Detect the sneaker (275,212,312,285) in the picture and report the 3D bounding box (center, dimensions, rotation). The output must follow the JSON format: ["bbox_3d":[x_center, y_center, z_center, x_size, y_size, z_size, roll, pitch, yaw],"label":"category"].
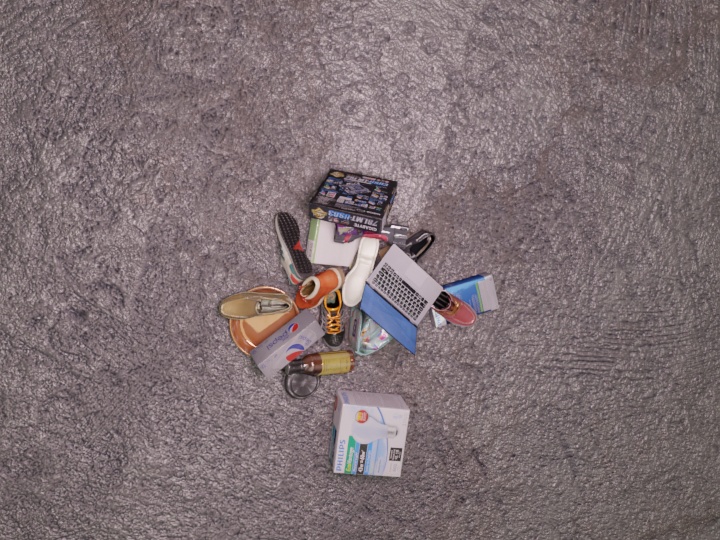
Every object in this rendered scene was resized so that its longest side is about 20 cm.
[{"bbox_3d":[-0.200,-0.055,1.672,0.069,0.093,0.204,-11,74,-43],"label":"sneaker"}]

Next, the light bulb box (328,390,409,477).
[{"bbox_3d":[0.021,0.460,1.740,0.195,0.125,0.204,6,96,-10],"label":"light bulb box"}]

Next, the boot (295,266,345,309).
[{"bbox_3d":[-0.136,0.055,1.636,0.106,0.199,0.076,-19,77,-43],"label":"boot"}]

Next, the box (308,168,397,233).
[{"bbox_3d":[-0.016,-0.186,1.600,0.195,0.200,0.051,12,127,8],"label":"box"}]

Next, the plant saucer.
[{"bbox_3d":[-0.265,0.143,1.703,0.195,0.037,0.206,-1,96,-8],"label":"plant saucer"}]

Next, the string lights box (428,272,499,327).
[{"bbox_3d":[0.292,0.084,1.771,0.195,0.059,0.105,-15,99,-7],"label":"string lights box"}]

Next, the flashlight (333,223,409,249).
[{"bbox_3d":[0.027,-0.094,1.635,0.195,0.068,0.070,10,73,-2],"label":"flashlight"}]

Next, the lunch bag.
[{"bbox_3d":[0.043,0.137,1.681,0.122,0.170,0.200,44,86,-12],"label":"lunch bag"}]

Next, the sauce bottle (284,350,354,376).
[{"bbox_3d":[-0.113,0.260,1.702,0.195,0.066,0.068,-1,97,-24],"label":"sauce bottle"}]

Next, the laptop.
[{"bbox_3d":[0.109,0.068,1.547,0.186,0.116,0.201,40,81,-13],"label":"laptop"}]

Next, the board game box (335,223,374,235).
[{"bbox_3d":[-0.015,-0.163,1.632,0.117,0.202,0.033,1,128,-11],"label":"board game box"}]

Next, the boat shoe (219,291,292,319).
[{"bbox_3d":[-0.280,0.093,1.637,0.195,0.076,0.074,-8,98,-7],"label":"boat shoe"}]

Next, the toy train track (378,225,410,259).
[{"bbox_3d":[0.105,-0.030,1.743,0.113,0.032,0.204,-30,108,-25],"label":"toy train track"}]

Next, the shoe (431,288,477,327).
[{"bbox_3d":[0.245,0.101,1.690,0.197,0.091,0.072,31,92,-9],"label":"shoe"}]

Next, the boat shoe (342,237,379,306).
[{"bbox_3d":[0.003,0.001,1.688,0.071,0.060,0.206,19,88,2],"label":"boat shoe"}]

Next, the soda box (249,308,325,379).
[{"bbox_3d":[-0.197,0.196,1.650,0.199,0.068,0.064,-38,130,-10],"label":"soda box"}]

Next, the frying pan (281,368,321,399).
[{"bbox_3d":[-0.179,0.282,1.719,0.114,0.031,0.193,-33,114,-11],"label":"frying pan"}]

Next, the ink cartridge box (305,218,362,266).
[{"bbox_3d":[-0.050,-0.086,1.707,0.196,0.048,0.150,6,96,-33],"label":"ink cartridge box"}]

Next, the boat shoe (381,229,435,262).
[{"bbox_3d":[0.131,-0.046,1.701,0.199,0.062,0.074,-40,112,-22],"label":"boat shoe"}]

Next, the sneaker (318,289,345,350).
[{"bbox_3d":[-0.080,0.127,1.710,0.076,0.077,0.206,-7,99,-10],"label":"sneaker"}]
